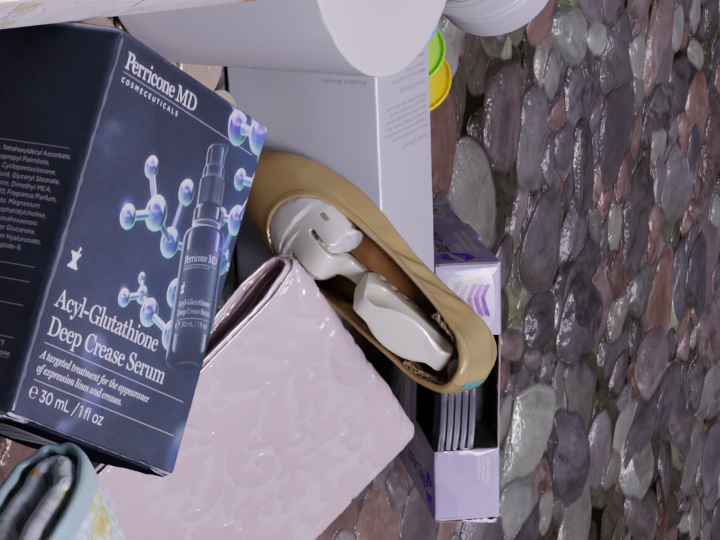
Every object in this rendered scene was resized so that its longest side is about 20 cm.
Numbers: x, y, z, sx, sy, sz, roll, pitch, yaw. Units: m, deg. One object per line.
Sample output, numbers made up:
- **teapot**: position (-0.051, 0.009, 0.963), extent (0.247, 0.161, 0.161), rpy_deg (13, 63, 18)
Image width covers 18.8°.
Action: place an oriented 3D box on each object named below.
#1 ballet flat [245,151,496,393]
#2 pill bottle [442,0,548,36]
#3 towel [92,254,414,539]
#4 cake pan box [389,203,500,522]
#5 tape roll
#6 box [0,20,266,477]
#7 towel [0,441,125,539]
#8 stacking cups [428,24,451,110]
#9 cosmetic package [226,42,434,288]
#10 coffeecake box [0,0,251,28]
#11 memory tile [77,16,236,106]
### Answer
- **ballet flat**: position (0.000, 0.000, 1.324), extent (0.069, 0.200, 0.063), rpy_deg (-54, 173, 22)
- **pill bottle**: position (0.062, -0.246, 1.510), extent (0.200, 0.113, 0.114), rpy_deg (41, 60, -60)
- **towel**: position (-0.070, 0.110, 1.327), extent (0.191, 0.032, 0.200), rpy_deg (-45, 140, -9)
- **cake pan box**: position (0.059, 0.062, 1.533), extent (0.200, 0.052, 0.184), rpy_deg (-122, -151, -73)
- **tape roll**: position (-0.044, -0.214, 1.239), extent (0.203, 0.139, 0.203), rpy_deg (-23, 116, -61)
- **box**: position (-0.150, -0.011, 1.126), extent (0.148, 0.107, 0.200), rpy_deg (30, 71, -58)
- **towel**: position (-0.159, 0.206, 1.019), extent (0.200, 0.048, 0.171), rpy_deg (-59, 147, -42)
- **stacking cups**: position (0.020, -0.175, 1.455), extent (0.200, 0.060, 0.061), rpy_deg (69, 35, -64)
- **cosmetic package**: position (-0.019, -0.080, 1.390), extent (0.081, 0.113, 0.200), rpy_deg (-32, 126, -57)
- **coffeecake box**: position (-0.121, -0.204, 1.054), extent (0.200, 0.073, 0.154), rpy_deg (-11, 89, -30)
- **memory tile**: position (-0.127, -0.123, 1.267), extent (0.153, 0.017, 0.200), rpy_deg (-51, 140, -47)
